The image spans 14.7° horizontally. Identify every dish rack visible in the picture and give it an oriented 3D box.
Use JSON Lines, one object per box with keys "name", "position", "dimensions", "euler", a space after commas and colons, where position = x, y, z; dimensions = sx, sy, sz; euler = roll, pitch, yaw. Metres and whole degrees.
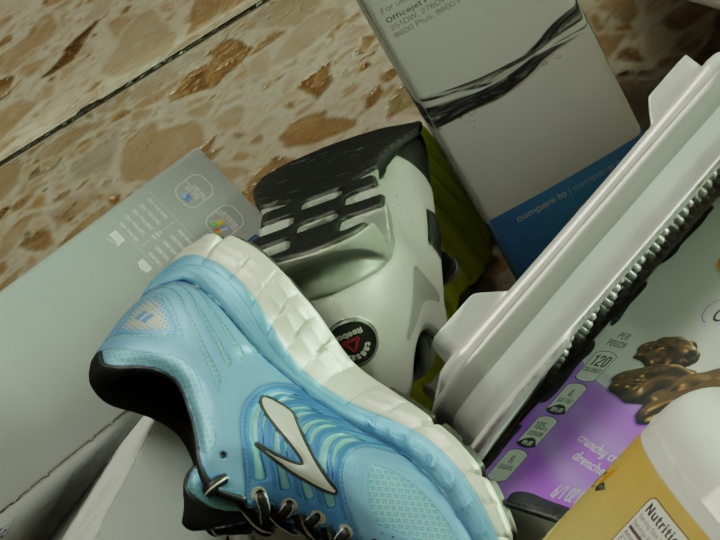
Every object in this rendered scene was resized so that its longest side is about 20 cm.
{"name": "dish rack", "position": [0.089, -0.002, 1.087], "dimensions": [0.200, 0.043, 0.172], "euler": [-48, -8, -10]}

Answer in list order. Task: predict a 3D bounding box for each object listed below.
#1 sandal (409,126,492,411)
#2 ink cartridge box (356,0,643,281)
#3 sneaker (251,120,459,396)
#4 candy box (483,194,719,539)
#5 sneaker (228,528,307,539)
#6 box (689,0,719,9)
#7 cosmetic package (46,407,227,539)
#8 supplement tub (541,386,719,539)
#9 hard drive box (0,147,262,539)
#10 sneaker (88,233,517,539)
{"name": "sandal", "position": [0.003, 0.010, 1.247], "dimensions": [0.087, 0.080, 0.201], "euler": [-25, 28, 29]}
{"name": "ink cartridge box", "position": [0.048, -0.117, 1.224], "dimensions": [0.084, 0.200, 0.145], "euler": [-28, 42, 5]}
{"name": "sneaker", "position": [0.000, 0.000, 1.146], "dimensions": [0.074, 0.089, 0.200], "euler": [-19, 17, 14]}
{"name": "candy box", "position": [0.161, 0.046, 1.011], "dimensions": [0.200, 0.072, 0.167], "euler": [-47, 28, -20]}
{"name": "sneaker", "position": [-0.015, 0.099, 1.104], "dimensions": [0.070, 0.081, 0.200], "euler": [-13, 26, -16]}
{"name": "box", "position": [0.142, -0.165, 1.298], "dimensions": [0.200, 0.143, 0.037], "euler": [-118, 45, -61]}
{"name": "cosmetic package", "position": [-0.114, 0.145, 1.104], "dimensions": [0.200, 0.051, 0.151], "euler": [-50, 12, 48]}
{"name": "supplement tub", "position": [0.108, 0.127, 0.828], "dimensions": [0.200, 0.144, 0.145], "euler": [-48, 26, 10]}
{"name": "hard drive box", "position": [-0.132, 0.060, 1.205], "dimensions": [0.200, 0.077, 0.156], "euler": [-39, -9, -34]}
{"name": "sneaker", "position": [-0.022, 0.081, 1.023], "dimensions": [0.090, 0.079, 0.200], "euler": [-37, 65, -25]}
